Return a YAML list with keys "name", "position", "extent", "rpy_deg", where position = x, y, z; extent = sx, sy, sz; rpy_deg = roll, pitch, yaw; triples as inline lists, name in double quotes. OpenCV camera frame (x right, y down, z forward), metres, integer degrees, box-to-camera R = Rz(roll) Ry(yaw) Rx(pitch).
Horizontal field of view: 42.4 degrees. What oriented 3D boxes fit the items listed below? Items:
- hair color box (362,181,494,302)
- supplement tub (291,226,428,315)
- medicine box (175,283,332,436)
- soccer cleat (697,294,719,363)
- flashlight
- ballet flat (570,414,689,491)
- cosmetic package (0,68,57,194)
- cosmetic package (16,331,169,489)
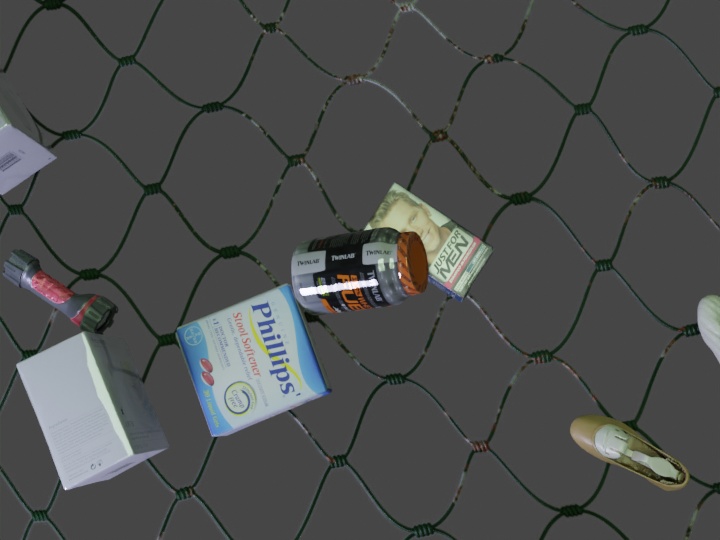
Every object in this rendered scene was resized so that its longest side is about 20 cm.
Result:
- name: "hair color box"
  position: [0.111, -0.046, 1.526]
  extent: [0.198, 0.061, 0.101]
  rpy_deg: [33, 85, 7]
- name: "supplement tub"
  position: [0.000, 0.000, 1.462]
  extent: [0.197, 0.122, 0.125]
  rpy_deg: [-9, 81, 24]
- name: "medicine box"
  position: [-0.168, 0.145, 1.493]
  extent: [0.197, 0.103, 0.185]
  rpy_deg: [-22, 82, 1]
- name: "soccer cleat"
  position: [0.593, 0.132, 1.467]
  extent: [0.068, 0.078, 0.203]
  rpy_deg: [-18, 81, 0]
- name: "flashlight"
  position: [-0.501, 0.034, 1.543]
  extent: [0.198, 0.068, 0.068]
  rpy_deg: [33, 86, 6]
- name: "ballet flat"
  position: [0.428, 0.283, 1.463]
  extent: [0.197, 0.063, 0.070]
  rpy_deg: [25, 84, 6]
- name: "cosmetic package"
  position: [-0.629, -0.257, 1.515]
  extent: [0.122, 0.199, 0.202]
  rpy_deg: [-33, 82, -2]
- name: "cosmetic package"
  position: [-0.410, 0.214, 1.447]
  extent: [0.122, 0.199, 0.202]
  rpy_deg: [-26, 82, -1]
